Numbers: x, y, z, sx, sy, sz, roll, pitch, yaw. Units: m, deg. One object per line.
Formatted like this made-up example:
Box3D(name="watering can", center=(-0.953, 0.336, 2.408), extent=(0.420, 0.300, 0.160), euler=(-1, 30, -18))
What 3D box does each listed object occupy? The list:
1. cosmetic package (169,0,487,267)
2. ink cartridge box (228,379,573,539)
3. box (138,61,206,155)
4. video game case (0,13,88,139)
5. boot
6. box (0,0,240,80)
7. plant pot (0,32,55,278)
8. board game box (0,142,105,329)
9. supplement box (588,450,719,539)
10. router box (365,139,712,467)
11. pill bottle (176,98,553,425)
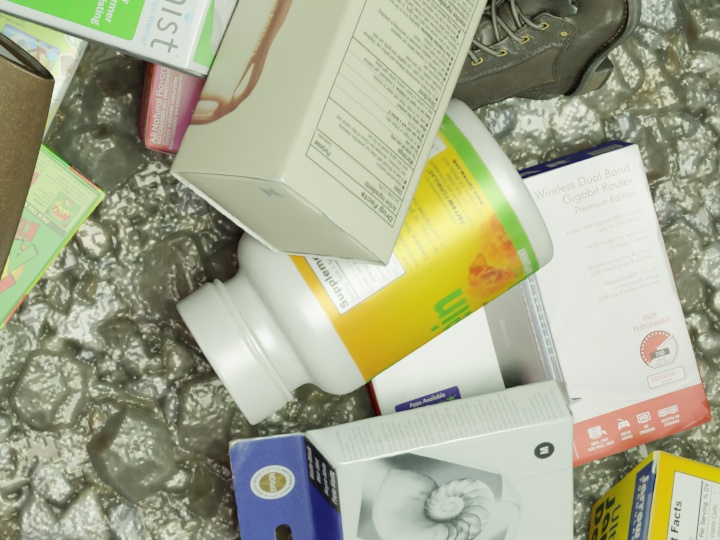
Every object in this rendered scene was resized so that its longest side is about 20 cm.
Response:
Box3D(name="cosmetic package", center=(-0.009, -0.115, 1.185), extent=(0.103, 0.087, 0.201), euler=(40, 65, -45))
Box3D(name="ink cartridge box", center=(0.030, 0.167, 1.327), extent=(0.198, 0.041, 0.201), euler=(-11, 128, -6))
Box3D(name="box", center=(-0.070, -0.165, 1.290), extent=(0.095, 0.100, 0.202), euler=(8, 96, -9))
Box3D(name="video game case", center=(-0.260, -0.138, 1.256), extent=(0.199, 0.023, 0.183), euler=(25, 92, -9))
Box3D(name="boot", center=(0.064, -0.130, 1.279), extent=(0.173, 0.200, 0.070), euler=(-17, 64, -12))
Box3D(name="box", center=(-0.130, -0.222, 1.187), extent=(0.175, 0.097, 0.201), euler=(19, 93, 9))
Box3D(name="plant pot", center=(-0.254, -0.043, 1.172), extent=(0.186, 0.187, 0.201), euler=(32, 96, -10))
Box3D(name="board game box", center=(-0.258, -0.068, 1.299), extent=(0.200, 0.048, 0.102), euler=(39, 90, -10))
Box3D(name="supplement box", center=(0.244, 0.201, 1.354), extent=(0.199, 0.110, 0.110), euler=(17, 61, -10))
Box3D(name="router box", center=(0.095, 0.035, 1.362), extent=(0.199, 0.049, 0.181), euler=(-18, 99, -6))
Box3D(name="pill bottle", center=(0.000, 0.000, 1.263), extent=(0.199, 0.111, 0.111), euler=(-33, 100, -3))
